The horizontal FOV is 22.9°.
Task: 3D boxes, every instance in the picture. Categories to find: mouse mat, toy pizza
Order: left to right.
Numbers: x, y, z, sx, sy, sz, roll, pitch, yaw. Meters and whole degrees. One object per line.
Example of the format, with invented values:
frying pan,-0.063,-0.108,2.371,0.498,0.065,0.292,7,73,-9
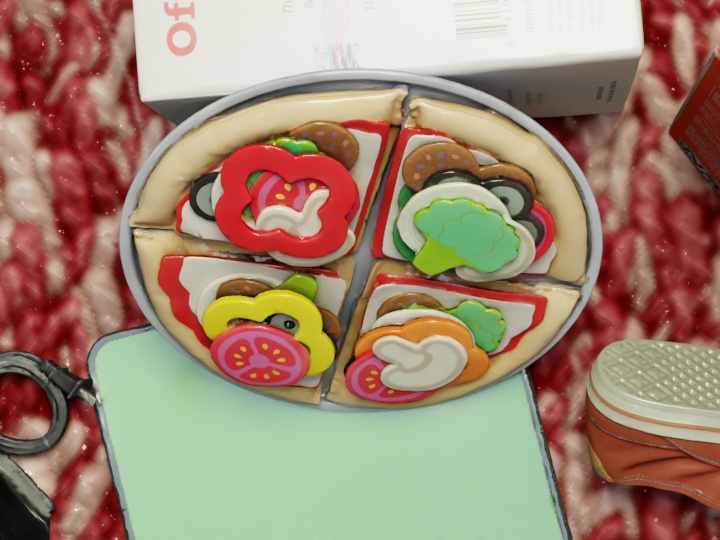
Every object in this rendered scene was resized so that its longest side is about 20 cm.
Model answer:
mouse mat,-0.016,0.085,0.814,0.200,0.008,0.161,-14,86,6
toy pizza,0.000,0.000,0.731,0.200,0.200,0.032,-4,45,5

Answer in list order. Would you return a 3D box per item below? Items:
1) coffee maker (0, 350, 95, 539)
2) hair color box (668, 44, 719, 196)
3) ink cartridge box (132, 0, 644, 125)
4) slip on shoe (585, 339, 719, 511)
coffee maker,-0.216,0.120,0.733,0.135,0.200,0.192,17,90,6
hair color box,0.185,-0.078,0.705,0.102,0.200,0.061,-39,85,3
ink cartridge box,0.011,-0.140,0.752,0.200,0.145,0.147,-3,86,5
slip on shoe,0.193,0.080,0.771,0.200,0.074,0.061,11,123,0
